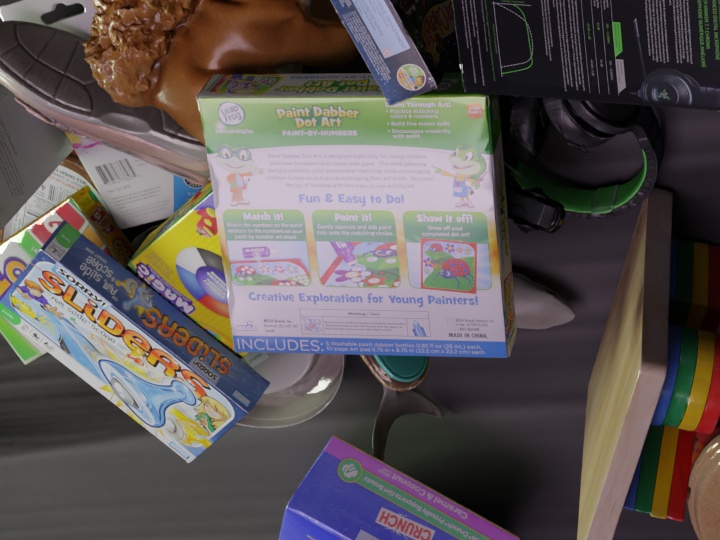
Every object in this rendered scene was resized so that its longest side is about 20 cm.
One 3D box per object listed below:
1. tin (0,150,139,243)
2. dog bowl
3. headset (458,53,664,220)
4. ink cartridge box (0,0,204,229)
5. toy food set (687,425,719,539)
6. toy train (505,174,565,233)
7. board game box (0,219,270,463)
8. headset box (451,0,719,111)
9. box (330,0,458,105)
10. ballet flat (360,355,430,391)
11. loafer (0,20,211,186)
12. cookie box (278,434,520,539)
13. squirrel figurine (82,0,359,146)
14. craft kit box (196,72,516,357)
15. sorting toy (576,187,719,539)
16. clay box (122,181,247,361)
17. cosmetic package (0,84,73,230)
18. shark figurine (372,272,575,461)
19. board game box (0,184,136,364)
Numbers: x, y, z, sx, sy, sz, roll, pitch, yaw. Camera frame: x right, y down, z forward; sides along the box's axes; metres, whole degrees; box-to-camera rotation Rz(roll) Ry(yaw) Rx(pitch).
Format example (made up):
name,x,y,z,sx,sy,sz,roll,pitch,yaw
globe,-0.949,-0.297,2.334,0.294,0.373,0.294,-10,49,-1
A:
name,x,y,z,sx,sy,sz,roll,pitch,yaw
tin,-0.243,-0.023,1.886,0.112,0.042,0.200,27,132,13
dog bowl,-0.093,0.029,1.832,0.200,0.059,0.200,15,130,18
headset,0.128,-0.105,1.593,0.123,0.094,0.200,-11,128,33
ink cartridge box,-0.171,-0.139,1.739,0.115,0.068,0.200,-12,117,32
toy food set,0.337,0.179,1.728,0.198,0.049,0.200,8,127,23
toy train,0.069,-0.066,1.649,0.200,0.046,0.034,25,97,42
board game box,-0.179,0.058,1.787,0.200,0.034,0.135,38,148,-5
headset box,0.181,-0.185,1.453,0.200,0.174,0.093,5,125,22
box,0.028,-0.213,1.491,0.038,0.200,0.137,-20,114,28
ballet flat,0.000,0.000,1.719,0.065,0.070,0.200,-35,65,55
loafer,-0.185,-0.114,1.677,0.200,0.072,0.063,23,140,2
cookie box,0.025,0.225,1.852,0.171,0.075,0.200,29,161,5
squirrel figurine,-0.093,-0.193,1.601,0.200,0.142,0.187,15,124,-6
craft kit box,0.000,-0.037,1.568,0.200,0.049,0.198,1,120,14
sorting toy,0.210,0.082,1.629,0.070,0.199,0.200,12,130,0
clay box,-0.096,-0.001,1.711,0.115,0.048,0.200,41,146,-9
cosmetic package,-0.295,-0.095,1.748,0.108,0.200,0.085,-4,123,27
shark figurine,0.046,0.056,1.763,0.128,0.090,0.214,43,130,-5
board game box,-0.249,0.009,1.858,0.200,0.030,0.096,-28,101,49
